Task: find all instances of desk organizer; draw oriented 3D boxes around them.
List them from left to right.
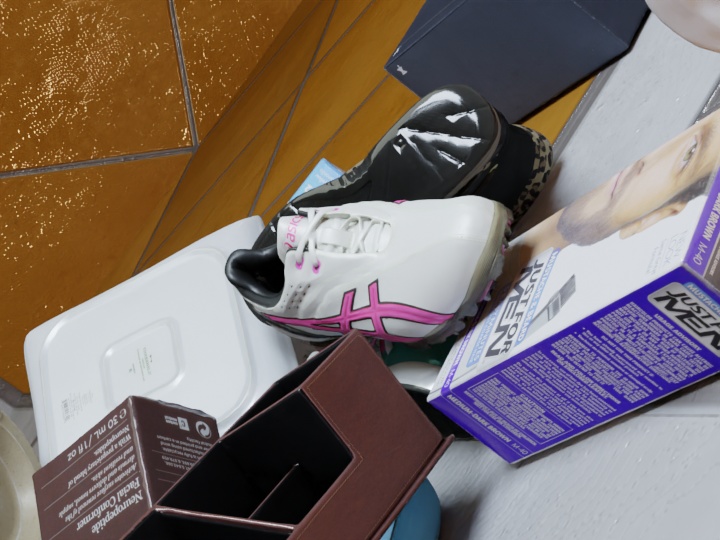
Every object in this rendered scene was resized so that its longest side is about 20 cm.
[{"bbox_3d":[-0.039,0.112,0.754,0.072,0.077,0.200,-35,5,34],"label":"desk organizer"}]

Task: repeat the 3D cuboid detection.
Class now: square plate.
[{"bbox_3d":[-0.138,0.070,1.065,0.198,0.028,0.200,-27,47,10],"label":"square plate"}]

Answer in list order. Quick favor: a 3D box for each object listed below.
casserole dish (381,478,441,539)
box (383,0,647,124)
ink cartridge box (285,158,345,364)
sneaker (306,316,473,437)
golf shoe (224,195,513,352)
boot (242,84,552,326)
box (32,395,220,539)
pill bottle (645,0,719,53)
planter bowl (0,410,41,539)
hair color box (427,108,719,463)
[{"bbox_3d":[-0.008,0.180,0.830,0.121,0.039,0.200,-44,15,36],"label":"casserole dish"},{"bbox_3d":[0.138,-0.220,1.213,0.182,0.104,0.200,-59,14,-29],"label":"box"},{"bbox_3d":[-0.043,0.030,1.149,0.200,0.068,0.115,-52,-29,5],"label":"ink cartridge box"},{"bbox_3d":[0.039,0.028,0.953,0.121,0.084,0.200,-61,21,-14],"label":"sneaker"},{"bbox_3d":[0.000,0.000,0.855,0.200,0.092,0.073,-24,45,54],"label":"golf shoe"},{"bbox_3d":[0.030,-0.035,1.027,0.200,0.073,0.151,-44,-18,18],"label":"boot"},{"bbox_3d":[-0.118,0.183,0.911,0.100,0.075,0.200,-39,52,27],"label":"box"},{"bbox_3d":[0.228,-0.220,0.886,0.111,0.111,0.200,-36,22,52],"label":"pill bottle"},{"bbox_3d":[-0.275,0.154,0.991,0.135,0.200,0.200,-28,20,15],"label":"planter bowl"},{"bbox_3d":[0.123,0.009,0.763,0.200,0.065,0.109,-33,23,52],"label":"hair color box"}]
